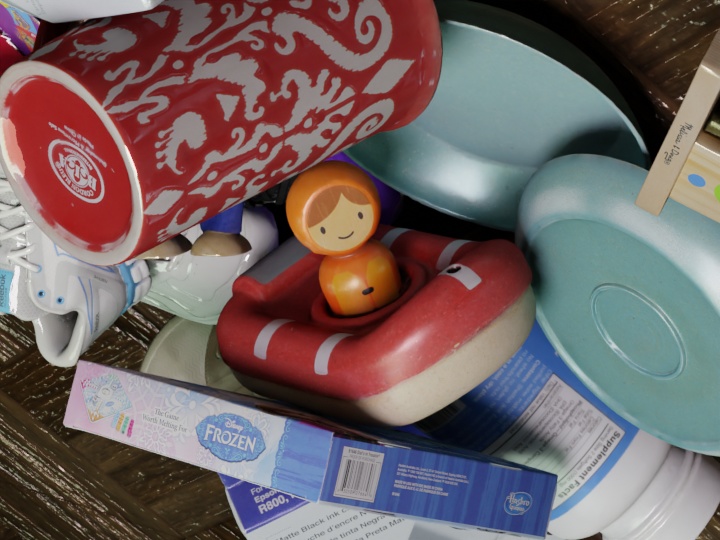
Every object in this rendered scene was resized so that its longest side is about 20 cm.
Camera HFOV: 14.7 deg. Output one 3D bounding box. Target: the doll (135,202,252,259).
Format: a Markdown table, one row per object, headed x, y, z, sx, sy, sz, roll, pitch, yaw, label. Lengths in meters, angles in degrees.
| x | y | z | sx | sy | sz | roll | pitch | yaw | label |
| --- | --- | --- | --- | --- | --- | --- | --- | --- | --- |
| -0.094 | -0.109 | 1.539 | 0.136 | 0.048 | 0.201 | -1 | 98 | 28 | doll |

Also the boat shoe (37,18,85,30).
| x | y | z | sx | sy | sz | roll | pitch | yaw | label |
| --- | --- | --- | --- | --- | --- | --- | --- | --- | --- |
| -0.223 | -0.156 | 1.648 | 0.070 | 0.070 | 0.200 | 45 | 147 | -24 | boat shoe |

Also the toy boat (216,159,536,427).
| x | y | z | sx | sy | sz | roll | pitch | yaw | label |
| --- | --- | --- | --- | --- | --- | --- | --- | --- | --- |
| 0.000 | 0.000 | 1.524 | 0.200 | 0.130 | 0.131 | 11 | 131 | 49 | toy boat |

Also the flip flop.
| x | y | z | sx | sy | sz | roll | pitch | yaw | label |
| --- | --- | --- | --- | --- | --- | --- | --- | --- | --- |
| -0.057 | 0.042 | 1.699 | 0.200 | 0.058 | 0.081 | -32 | 102 | 15 | flip flop |

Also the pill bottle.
| x | y | z | sx | sy | sz | roll | pitch | yaw | label |
| --- | --- | --- | --- | --- | --- | --- | --- | --- | --- |
| 0.117 | 0.089 | 1.660 | 0.200 | 0.112 | 0.112 | 38 | 149 | -12 | pill bottle |

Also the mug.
| x | y | z | sx | sy | sz | roll | pitch | yaw | label |
| --- | --- | --- | --- | --- | --- | --- | --- | --- | --- |
| -0.087 | -0.091 | 1.395 | 0.177 | 0.200 | 0.134 | 2 | 117 | 47 | mug |

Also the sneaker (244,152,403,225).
| x | y | z | sx | sy | sz | roll | pitch | yaw | label |
| --- | --- | --- | --- | --- | --- | --- | --- | --- | --- |
| -0.075 | -0.063 | 1.619 | 0.200 | 0.100 | 0.070 | 30 | 149 | 5 | sneaker |

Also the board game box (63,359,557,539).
| x | y | z | sx | sy | sz | roll | pitch | yaw | label |
| --- | --- | --- | --- | --- | --- | --- | --- | --- | --- |
| -0.027 | 0.101 | 1.562 | 0.199 | 0.043 | 0.200 | 12 | 178 | 41 | board game box |

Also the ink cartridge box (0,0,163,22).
| x | y | z | sx | sy | sz | roll | pitch | yaw | label |
| --- | --- | --- | --- | --- | --- | --- | --- | --- | --- |
| -0.128 | -0.179 | 1.399 | 0.200 | 0.163 | 0.057 | -6 | 120 | 47 | ink cartridge box |

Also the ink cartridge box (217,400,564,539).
| x | y | z | sx | sy | sz | roll | pitch | yaw | label |
| --- | --- | --- | --- | --- | --- | --- | --- | --- | --- |
| 0.025 | 0.136 | 1.754 | 0.200 | 0.199 | 0.041 | 62 | 180 | -41 | ink cartridge box |

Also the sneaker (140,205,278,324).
| x | y | z | sx | sy | sz | roll | pitch | yaw | label |
| --- | --- | --- | --- | --- | --- | --- | --- | --- | --- |
| -0.138 | -0.013 | 1.679 | 0.200 | 0.078 | 0.099 | -1 | 169 | 42 | sneaker |

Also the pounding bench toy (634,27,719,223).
| x | y | z | sx | sy | sz | roll | pitch | yaw | label |
| --- | --- | --- | --- | --- | --- | --- | --- | --- | --- |
| 0.241 | -0.089 | 1.280 | 0.156 | 0.124 | 0.200 | 28 | 149 | 6 | pounding bench toy |

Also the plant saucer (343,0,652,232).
| x | y | z | sx | sy | sz | roll | pitch | yaw | label |
| --- | --- | --- | --- | --- | --- | --- | --- | --- | --- |
| 0.066 | -0.089 | 1.501 | 0.200 | 0.036 | 0.200 | 17 | 153 | 9 | plant saucer |

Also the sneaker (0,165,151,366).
| x | y | z | sx | sy | sz | roll | pitch | yaw | label |
| --- | --- | --- | --- | --- | --- | --- | --- | --- | --- |
| -0.182 | -0.021 | 1.565 | 0.075 | 0.087 | 0.200 | 10 | 143 | 32 | sneaker |

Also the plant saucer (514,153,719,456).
| x | y | z | sx | sy | sz | roll | pitch | yaw | label |
| --- | --- | --- | --- | --- | --- | --- | --- | --- | --- |
| 0.155 | 0.027 | 1.495 | 0.200 | 0.027 | 0.200 | 36 | 151 | 24 | plant saucer |

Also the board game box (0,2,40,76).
| x | y | z | sx | sy | sz | roll | pitch | yaw | label |
| --- | --- | --- | --- | --- | --- | --- | --- | --- | --- |
| -0.219 | -0.101 | 1.599 | 0.158 | 0.039 | 0.200 | 26 | 154 | 30 | board game box |
